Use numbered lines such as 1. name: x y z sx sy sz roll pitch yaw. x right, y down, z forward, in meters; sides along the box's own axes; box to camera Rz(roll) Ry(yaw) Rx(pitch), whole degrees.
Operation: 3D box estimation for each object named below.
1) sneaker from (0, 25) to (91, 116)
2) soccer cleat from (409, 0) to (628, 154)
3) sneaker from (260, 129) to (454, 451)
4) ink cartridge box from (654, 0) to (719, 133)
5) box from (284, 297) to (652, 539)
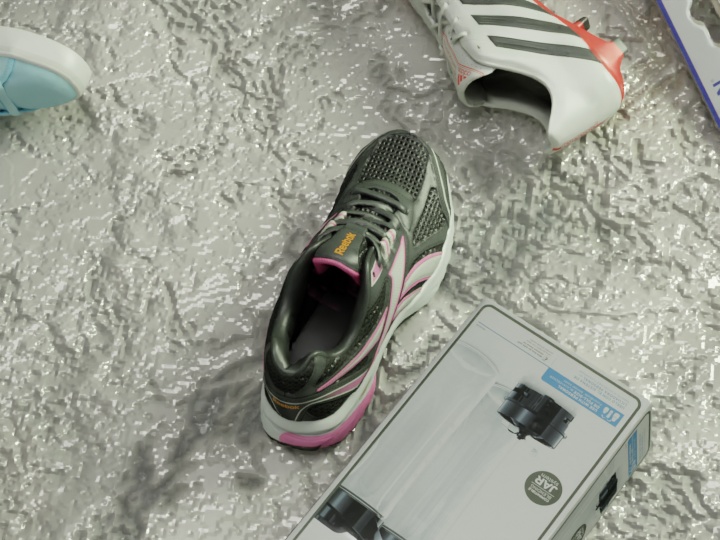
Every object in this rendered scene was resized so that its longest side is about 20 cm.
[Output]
1. sneaker: -0.265 -0.102 1.141 0.199 0.074 0.083 1 69 17
2. soccer cleat: 0.072 -0.147 1.121 0.200 0.069 0.085 38 67 19
3. sneaker: 0.000 0.000 1.035 0.080 0.087 0.201 13 63 12
4. ink cartridge box: 0.276 -0.193 1.096 0.199 0.047 0.199 -32 69 27
5. box: 0.054 0.127 0.972 0.116 0.060 0.200 34 70 23
